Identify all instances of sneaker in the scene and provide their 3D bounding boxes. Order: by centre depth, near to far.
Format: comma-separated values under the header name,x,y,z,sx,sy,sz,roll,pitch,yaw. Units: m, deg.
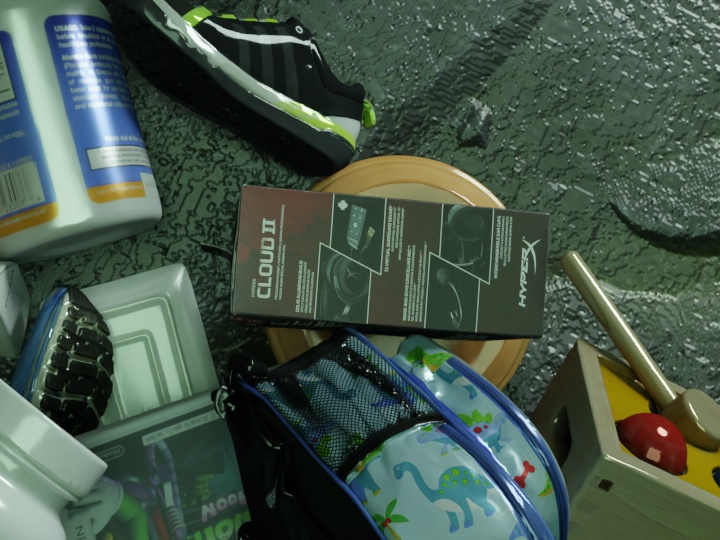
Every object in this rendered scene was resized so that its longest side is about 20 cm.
name,x,y,z,sx,sy,sz,roll,pitch,yaw
sneaker,-0.224,0.101,0.713,0.088,0.079,0.202,10,70,21
sneaker,-0.076,-0.142,0.764,0.199,0.071,0.083,34,67,-28

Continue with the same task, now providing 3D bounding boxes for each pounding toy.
name,x,y,z,sx,sy,sz,roll,pitch,yaw
pounding toy,0.189,0.118,0.741,0.183,0.200,0.143,25,112,-5

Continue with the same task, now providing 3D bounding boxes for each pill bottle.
name,x,y,z,sx,sy,sz,roll,pitch,yaw
pill bottle,-0.228,0.155,0.582,0.113,0.113,0.201,39,75,-3
pill bottle,-0.207,-0.115,0.732,0.111,0.112,0.202,-15,88,-8

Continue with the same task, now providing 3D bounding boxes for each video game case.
name,x,y,z,sx,sy,sz,roll,pitch,yaw
video game case,-0.099,0.173,0.719,0.199,0.023,0.184,-17,97,-36

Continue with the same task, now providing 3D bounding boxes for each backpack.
name,x,y,z,sx,sy,sz,roll,pitch,yaw
backpack,0.031,0.144,0.616,0.146,0.200,0.184,-25,135,-23

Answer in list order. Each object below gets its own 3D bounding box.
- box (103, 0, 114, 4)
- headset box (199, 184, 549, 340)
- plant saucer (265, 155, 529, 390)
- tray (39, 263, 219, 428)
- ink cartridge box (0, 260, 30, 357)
name,x,y,z,sx,sy,sz,roll,pitch,yaw
box,-0.078,-0.259,0.717,0.199,0.141,0.079,-28,89,-24
headset box,0.000,0.000,0.696,0.198,0.149,0.078,6,85,-6
plant saucer,0.030,0.017,0.791,0.198,0.037,0.202,1,86,-7
tray,-0.146,0.104,0.772,0.106,0.022,0.202,-15,89,-7
ink cartridge box,-0.292,-0.003,0.671,0.159,0.200,0.051,6,66,-7
